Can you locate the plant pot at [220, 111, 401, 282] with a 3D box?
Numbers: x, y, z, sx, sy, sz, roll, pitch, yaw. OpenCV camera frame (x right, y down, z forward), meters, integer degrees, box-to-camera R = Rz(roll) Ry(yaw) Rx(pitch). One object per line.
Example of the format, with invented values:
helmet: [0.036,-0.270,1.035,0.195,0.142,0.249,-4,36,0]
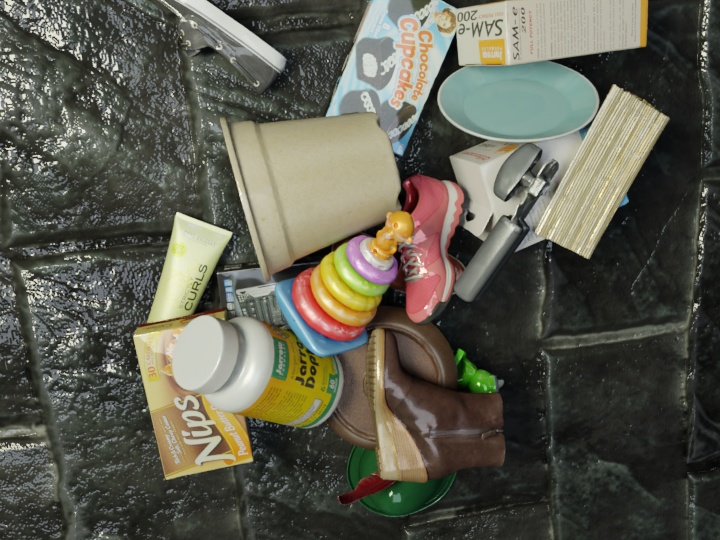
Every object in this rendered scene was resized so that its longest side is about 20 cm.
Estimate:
plant pot: [-0.054,-0.107,0.804,0.183,0.200,0.201,-16,105,-7]

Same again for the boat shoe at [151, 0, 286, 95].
boat shoe: [-0.189,-0.286,0.812,0.199,0.070,0.066,30,95,-22]

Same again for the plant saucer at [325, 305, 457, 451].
plant saucer: [0.031,0.149,0.885,0.199,0.034,0.201,0,94,2]

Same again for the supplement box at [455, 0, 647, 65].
supplement box: [0.236,-0.304,0.829,0.199,0.126,0.074,-13,110,-17]

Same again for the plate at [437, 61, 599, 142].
plate: [0.197,-0.212,0.840,0.199,0.201,0.026,-12,136,-7]

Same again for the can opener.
can opener: [0.169,-0.058,0.806,0.067,0.053,0.200,40,112,21]

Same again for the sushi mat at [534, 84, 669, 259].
sushi mat: [0.297,-0.118,0.817,0.095,0.012,0.201,20,105,-19]

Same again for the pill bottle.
pill bottle: [-0.120,0.120,0.793,0.200,0.113,0.113,29,98,-48]

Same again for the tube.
tube: [-0.242,0.028,0.882,0.058,0.052,0.201,15,99,-51]

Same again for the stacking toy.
stacking toy: [0.000,0.000,0.787,0.116,0.110,0.200,54,125,19]

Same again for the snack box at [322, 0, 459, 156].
snack box: [0.040,-0.265,0.866,0.116,0.037,0.201,21,98,-14]

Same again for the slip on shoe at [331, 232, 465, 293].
slip on shoe: [0.058,-0.005,0.918,0.199,0.061,0.074,16,98,-14]

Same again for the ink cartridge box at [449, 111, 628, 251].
ink cartridge box: [0.221,-0.117,0.884,0.199,0.129,0.126,-23,107,-5]

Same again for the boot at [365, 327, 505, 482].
boot: [0.095,0.164,0.844,0.165,0.072,0.201,-7,92,-9]

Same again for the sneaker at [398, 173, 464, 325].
sneaker: [0.072,-0.031,0.853,0.086,0.074,0.201,19,70,-31]

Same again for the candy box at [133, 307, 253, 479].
candy box: [-0.213,0.160,0.860,0.115,0.055,0.201,-10,104,-7]

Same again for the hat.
hat: [0.066,0.320,0.933,0.199,0.176,0.167,-11,104,-7]

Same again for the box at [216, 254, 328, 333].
box: [-0.108,0.086,0.916,0.157,0.050,0.201,-5,103,-9]

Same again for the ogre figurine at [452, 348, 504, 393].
ogre figurine: [0.116,0.170,0.942,0.120,0.200,0.098,-56,146,-6]
